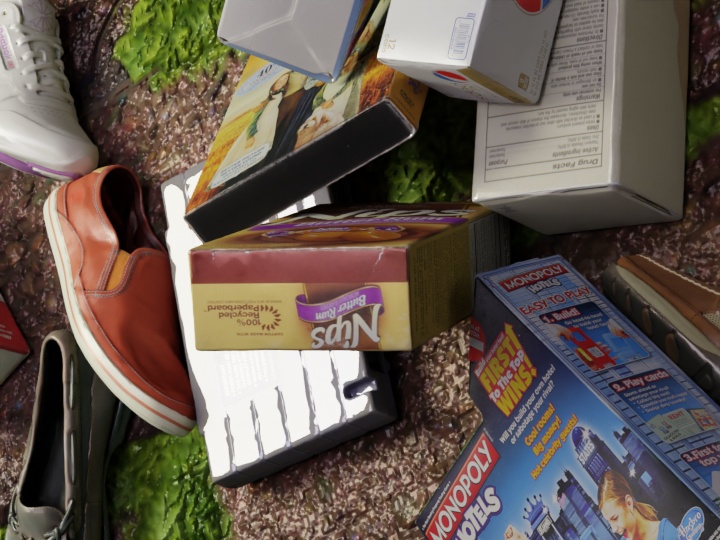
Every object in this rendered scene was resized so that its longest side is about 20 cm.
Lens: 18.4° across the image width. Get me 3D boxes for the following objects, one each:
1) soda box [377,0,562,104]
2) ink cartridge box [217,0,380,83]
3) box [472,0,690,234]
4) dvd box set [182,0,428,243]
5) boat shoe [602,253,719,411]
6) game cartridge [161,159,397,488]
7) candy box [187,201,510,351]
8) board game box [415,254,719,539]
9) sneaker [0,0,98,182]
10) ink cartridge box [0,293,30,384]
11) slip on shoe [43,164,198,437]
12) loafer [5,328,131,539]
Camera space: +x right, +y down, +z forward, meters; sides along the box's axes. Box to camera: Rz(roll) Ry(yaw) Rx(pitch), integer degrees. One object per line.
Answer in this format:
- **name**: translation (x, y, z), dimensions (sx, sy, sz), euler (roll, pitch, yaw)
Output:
- **soda box**: translation (0.074, -0.192, 1.163), dimensions (0.063, 0.068, 0.201), euler (10, 83, 39)
- **ink cartridge box**: translation (-0.001, -0.220, 1.228), dimensions (0.137, 0.076, 0.200), euler (110, -178, -45)
- **box**: translation (0.122, -0.127, 1.203), dimensions (0.095, 0.078, 0.201), euler (-4, 75, 36)
- **dvd box set**: translation (-0.018, -0.106, 1.260), dimensions (0.146, 0.029, 0.200), euler (-28, 25, 27)
- **boat shoe**: translation (0.201, 0.054, 1.104), dimensions (0.074, 0.076, 0.200), euler (-29, 47, -20)
- **game cartridge**: translation (-0.052, 0.016, 1.325), dimensions (0.129, 0.038, 0.201), euler (-27, 63, 33)
- **candy box**: translation (0.000, 0.000, 1.165), dimensions (0.116, 0.200, 0.057), euler (-1, 96, 17)
- **board game box**: translation (0.110, 0.104, 1.124), dimensions (0.200, 0.061, 0.200), euler (58, 140, 26)
- **sneaker**: translation (-0.230, -0.132, 1.472), dimensions (0.200, 0.075, 0.100), euler (42, 105, 37)
- **ink cartridge box**: translation (-0.326, -0.006, 1.466), dimensions (0.084, 0.144, 0.200), euler (-44, 55, 19)
- **slip on shoe**: translation (-0.140, 0.015, 1.370), dimensions (0.061, 0.074, 0.201), euler (-37, 53, 20)
- **loafer**: translation (-0.192, 0.133, 1.378), dimensions (0.072, 0.063, 0.201), euler (5, 80, 38)
